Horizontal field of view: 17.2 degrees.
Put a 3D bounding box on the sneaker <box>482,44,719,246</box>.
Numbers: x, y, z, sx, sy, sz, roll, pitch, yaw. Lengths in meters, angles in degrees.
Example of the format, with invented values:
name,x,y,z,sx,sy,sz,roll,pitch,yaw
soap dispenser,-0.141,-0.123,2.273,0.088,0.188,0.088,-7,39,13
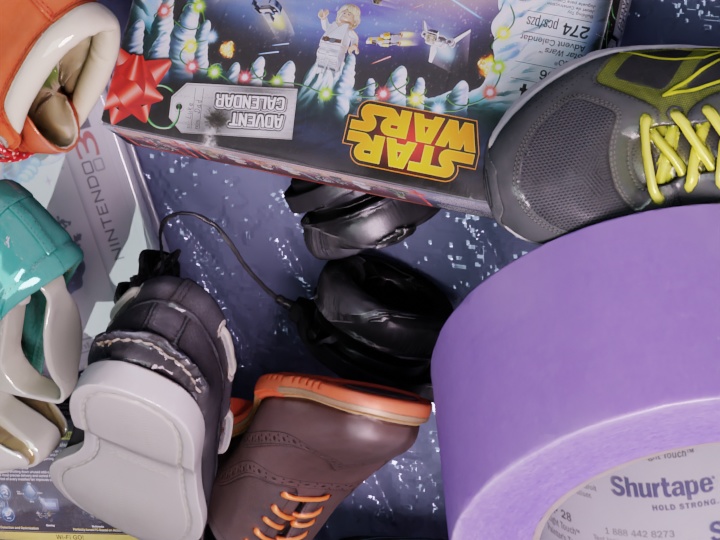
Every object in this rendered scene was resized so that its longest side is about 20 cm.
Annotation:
name,x,y,z,sx,sy,sz,roll,pitch,yaw
sneaker,0.143,-0.057,0.892,0.200,0.085,0.075,-15,95,-14

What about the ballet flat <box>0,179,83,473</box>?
name,x,y,z,sx,sy,sz,roll,pitch,yaw
ballet flat,-0.157,0.047,1.030,0.070,0.067,0.200,39,140,18

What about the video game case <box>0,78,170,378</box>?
name,x,y,z,sx,sy,sz,roll,pitch,yaw
video game case,-0.197,-0.028,1.095,0.200,0.024,0.182,-15,102,12

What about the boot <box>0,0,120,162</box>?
name,x,y,z,sx,sy,sz,roll,pitch,yaw
boot,-0.170,-0.068,0.998,0.107,0.075,0.200,48,130,15

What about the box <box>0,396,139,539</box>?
name,x,y,z,sx,sy,sz,roll,pitch,yaw
box,-0.159,0.136,1.156,0.200,0.049,0.162,-1,111,23

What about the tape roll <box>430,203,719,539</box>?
name,x,y,z,sx,sy,sz,roll,pitch,yaw
tape roll,0.129,0.064,0.929,0.199,0.085,0.200,-4,145,-3

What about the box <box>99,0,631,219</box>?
name,x,y,z,sx,sy,sz,roll,pitch,yaw
box,0.006,-0.102,0.969,0.200,0.040,0.137,12,83,17

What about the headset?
name,x,y,z,sx,sy,sz,roll,pitch,yaw
headset,0.000,0.000,1.014,0.199,0.094,0.124,0,109,13

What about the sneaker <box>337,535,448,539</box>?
name,x,y,z,sx,sy,sz,roll,pitch,yaw
sneaker,-0.023,0.161,1.049,0.199,0.079,0.076,-8,108,-1

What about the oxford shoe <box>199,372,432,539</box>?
name,x,y,z,sx,sy,sz,roll,pitch,yaw
oxford shoe,-0.023,0.088,1.016,0.071,0.200,0.073,12,75,-17

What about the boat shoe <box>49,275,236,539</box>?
name,x,y,z,sx,sy,sz,roll,pitch,yaw
boat shoe,-0.089,0.063,1.009,0.074,0.060,0.200,21,156,5
